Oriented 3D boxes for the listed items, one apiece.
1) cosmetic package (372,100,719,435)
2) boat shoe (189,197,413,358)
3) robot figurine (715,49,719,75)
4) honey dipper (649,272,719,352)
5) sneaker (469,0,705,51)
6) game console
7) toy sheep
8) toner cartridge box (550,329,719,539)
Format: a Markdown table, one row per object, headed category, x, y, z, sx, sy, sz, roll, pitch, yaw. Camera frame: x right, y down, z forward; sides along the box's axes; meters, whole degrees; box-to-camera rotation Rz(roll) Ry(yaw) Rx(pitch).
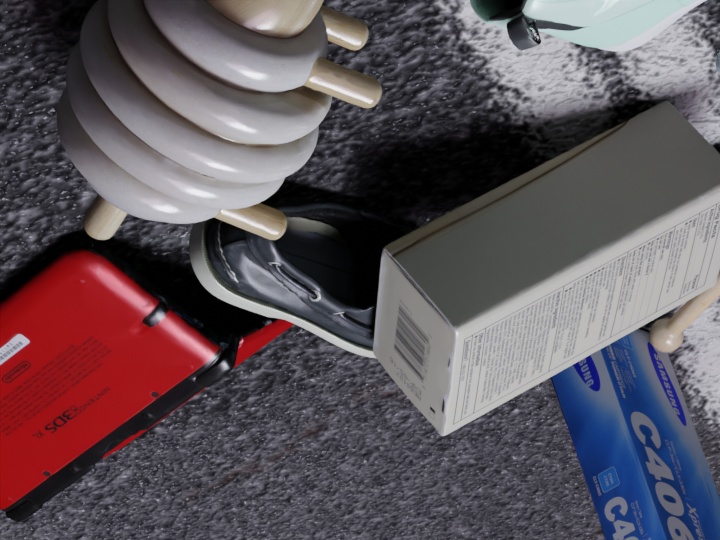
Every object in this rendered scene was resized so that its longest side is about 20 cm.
| category | x | y | z | sx | sy | sz | roll | pitch | yaw |
| --- | --- | --- | --- | --- | --- | --- | --- | --- | --- |
| cosmetic package | 0.109 | -0.002 | 1.669 | 0.200 | 0.073 | 0.104 | -28 | 149 | -24 |
| boat shoe | 0.000 | -0.002 | 1.681 | 0.199 | 0.075 | 0.066 | 20 | 148 | -37 |
| robot figurine | 0.254 | -0.143 | 1.519 | 0.169 | 0.113 | 0.200 | -22 | 158 | -31 |
| honey dipper | 0.234 | 0.000 | 1.867 | 0.038 | 0.038 | 0.200 | -3 | 152 | -26 |
| sneaker | 0.139 | -0.167 | 1.441 | 0.118 | 0.074 | 0.200 | -1 | 152 | -41 |
| game console | -0.153 | 0.048 | 1.750 | 0.172 | 0.119 | 0.200 | 39 | 125 | -22 |
| toy sheep | -0.076 | -0.084 | 1.420 | 0.138 | 0.138 | 0.200 | 8 | 128 | -40 |
| toner cartridge box | 0.182 | 0.128 | 1.895 | 0.043 | 0.201 | 0.095 | -32 | 150 | 26 |
